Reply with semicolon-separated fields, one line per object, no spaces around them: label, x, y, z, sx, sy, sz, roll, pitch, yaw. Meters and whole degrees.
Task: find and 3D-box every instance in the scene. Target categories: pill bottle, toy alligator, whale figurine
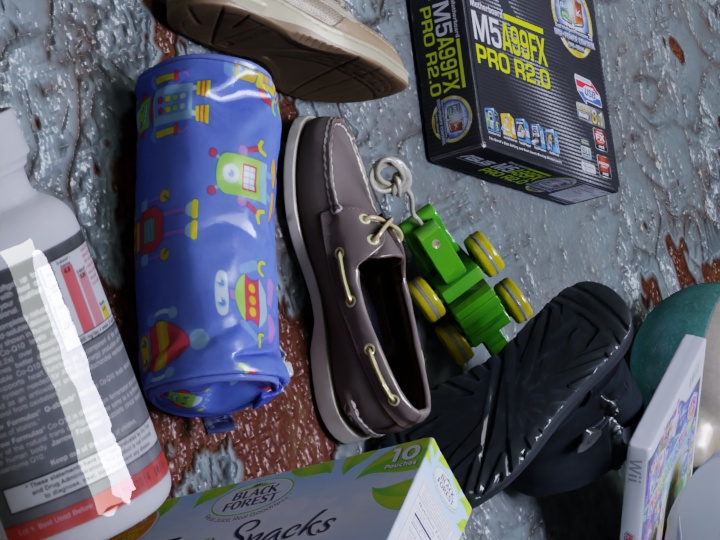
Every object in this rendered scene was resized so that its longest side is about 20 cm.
pill bottle;-0.173;0.033;1.325;0.116;0.115;0.201;-33;106;-58
toy alligator;0.052;-0.006;1.782;0.200;0.059;0.054;56;-5;-31
whale figurine;0.244;0.105;2.034;0.159;0.103;0.201;-35;132;-59

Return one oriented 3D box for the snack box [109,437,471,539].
snack box;-0.056;0.162;1.380;0.053;0.199;0.142;60;34;-23

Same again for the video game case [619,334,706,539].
video game case;0.200;0.163;1.898;0.143;0.018;0.201;-53;150;-53

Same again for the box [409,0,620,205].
box;0.105;-0.140;1.934;0.200;0.044;0.161;15;65;-57

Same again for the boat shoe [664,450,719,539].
boat shoe;0.242;0.197;1.922;0.064;0.070;0.201;-50;156;-56

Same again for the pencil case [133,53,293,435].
pencil case;-0.079;-0.016;1.537;0.087;0.078;0.201;7;69;-27

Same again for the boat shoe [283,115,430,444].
boat shoe;0.000;0.000;1.683;0.072;0.059;0.201;9;70;-57

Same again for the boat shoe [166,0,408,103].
boat shoe;-0.038;-0.153;1.674;0.200;0.071;0.065;25;58;-52

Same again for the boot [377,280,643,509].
boot;0.099;0.110;1.768;0.076;0.200;0.168;43;-14;24

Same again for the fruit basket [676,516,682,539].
fruit basket;0.211;0.287;1.809;0.185;0.093;0.201;-75;170;-69
